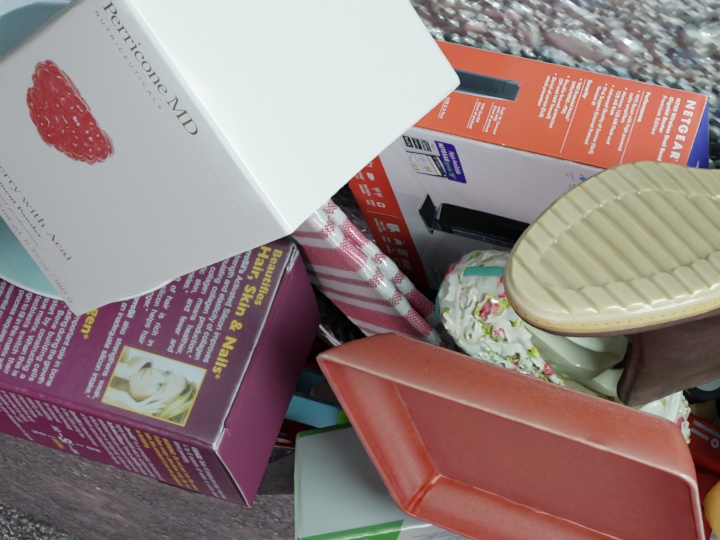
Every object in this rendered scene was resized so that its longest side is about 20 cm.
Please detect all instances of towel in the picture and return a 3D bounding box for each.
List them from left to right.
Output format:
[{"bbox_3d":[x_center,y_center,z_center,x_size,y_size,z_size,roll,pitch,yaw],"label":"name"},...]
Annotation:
[{"bbox_3d":[0.000,0.000,0.887,0.200,0.030,0.146,45,170,-16],"label":"towel"}]

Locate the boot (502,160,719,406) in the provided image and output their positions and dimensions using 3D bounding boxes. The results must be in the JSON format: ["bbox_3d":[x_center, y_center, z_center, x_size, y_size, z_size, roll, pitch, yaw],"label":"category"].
[{"bbox_3d":[0.138,0.020,0.685,0.073,0.199,0.167,58,155,28],"label":"boot"}]

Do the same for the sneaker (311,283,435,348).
[{"bbox_3d":[0.034,0.053,1.051,0.199,0.070,0.090,24,157,-13],"label":"sneaker"}]

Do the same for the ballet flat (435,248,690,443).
[{"bbox_3d":[0.122,0.052,0.811,0.199,0.076,0.064,32,150,-32],"label":"ballet flat"}]

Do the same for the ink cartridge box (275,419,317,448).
[{"bbox_3d":[-0.091,0.090,1.167,0.161,0.058,0.200,9,179,-13],"label":"ink cartridge box"}]

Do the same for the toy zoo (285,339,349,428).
[{"bbox_3d":[-0.054,0.076,1.151,0.198,0.021,0.131,15,-164,8],"label":"toy zoo"}]

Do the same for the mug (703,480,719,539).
[{"bbox_3d":[0.277,0.086,0.741,0.149,0.187,0.153,39,154,9],"label":"mug"}]

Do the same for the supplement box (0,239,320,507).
[{"bbox_3d":[-0.140,0.038,0.913,0.198,0.132,0.103,15,156,15],"label":"supplement box"}]

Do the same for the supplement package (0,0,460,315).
[{"bbox_3d":[-0.079,-0.076,0.684,0.122,0.120,0.199,55,145,-12],"label":"supplement package"}]

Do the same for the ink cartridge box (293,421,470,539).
[{"bbox_3d":[0.059,0.170,1.076,0.145,0.084,0.200,-13,150,18],"label":"ink cartridge box"}]

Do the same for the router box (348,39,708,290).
[{"bbox_3d":[0.085,-0.037,0.793,0.178,0.049,0.200,15,159,20],"label":"router box"}]

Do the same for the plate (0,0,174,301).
[{"bbox_3d":[-0.157,-0.078,0.833,0.198,0.026,0.202,6,116,13],"label":"plate"}]

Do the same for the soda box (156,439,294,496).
[{"bbox_3d":[-0.069,0.146,1.293,0.063,0.071,0.199,11,-177,44],"label":"soda box"}]

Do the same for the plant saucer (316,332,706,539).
[{"bbox_3d":[0.092,0.105,0.814,0.198,0.037,0.200,17,154,25],"label":"plant saucer"}]

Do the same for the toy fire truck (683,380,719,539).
[{"bbox_3d":[0.143,0.129,0.939,0.175,0.201,0.128,28,159,-20],"label":"toy fire truck"}]
